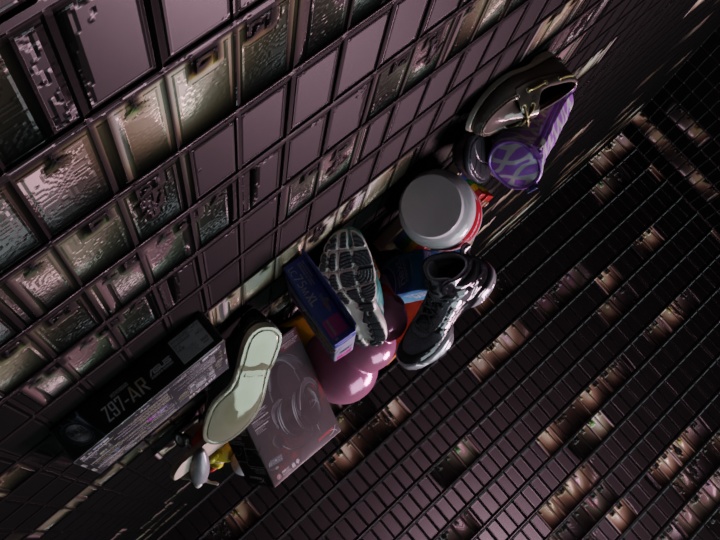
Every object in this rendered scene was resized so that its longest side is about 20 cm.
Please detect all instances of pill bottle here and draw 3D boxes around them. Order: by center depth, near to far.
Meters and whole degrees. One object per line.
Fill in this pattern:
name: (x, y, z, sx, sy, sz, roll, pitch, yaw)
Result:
pill bottle: (0.116, -0.086, 1.175, 0.112, 0.113, 0.200, -43, 171, 10)

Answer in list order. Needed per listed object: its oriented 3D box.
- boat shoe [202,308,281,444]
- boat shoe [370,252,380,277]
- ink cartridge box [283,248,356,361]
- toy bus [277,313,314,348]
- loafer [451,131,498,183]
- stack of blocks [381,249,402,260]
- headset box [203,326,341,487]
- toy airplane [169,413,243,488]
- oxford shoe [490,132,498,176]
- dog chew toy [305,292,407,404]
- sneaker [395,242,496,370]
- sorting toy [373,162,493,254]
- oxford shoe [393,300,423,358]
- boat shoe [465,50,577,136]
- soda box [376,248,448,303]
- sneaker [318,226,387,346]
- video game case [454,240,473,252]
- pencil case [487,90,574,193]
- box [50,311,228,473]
boat shoe: (-0.166, 0.138, 1.071, 0.074, 0.066, 0.201, 3, 121, -33)
boat shoe: (0.000, 0.000, 1.224, 0.072, 0.068, 0.200, -40, 171, 2)
ink cartridge box: (-0.053, 0.050, 1.056, 0.042, 0.120, 0.200, -33, 170, -11)
toy bus: (-0.089, 0.111, 1.385, 0.078, 0.065, 0.200, -47, 170, 25)
loafer: (0.159, -0.165, 1.156, 0.199, 0.062, 0.073, -21, 116, -63)
stack of blocks: (0.048, 0.039, 1.481, 0.199, 0.059, 0.115, -40, -151, -16)
headset box: (-0.135, 0.189, 1.191, 0.077, 0.202, 0.148, -8, -161, 48)
toy airplane: (-0.218, 0.276, 1.356, 0.200, 0.141, 0.199, -41, 171, -5)
oxford shoe: (0.228, -0.190, 1.341, 0.200, 0.071, 0.072, -26, 138, -78)
dog chew toy: (-0.002, 0.113, 1.249, 0.200, 0.125, 0.124, -49, 169, 25)
sneaker: (0.107, 0.047, 1.172, 0.200, 0.075, 0.114, -49, 141, -2)
sorting toy: (0.135, -0.091, 1.383, 0.199, 0.070, 0.200, -44, 172, 14)
oxford shoe: (0.087, 0.083, 1.408, 0.201, 0.071, 0.073, -58, 148, 9)
boat shoe: (0.217, -0.228, 1.078, 0.199, 0.059, 0.072, -37, 159, -34)
soda box: (0.065, 0.016, 1.314, 0.067, 0.065, 0.199, 7, 166, -33)
sneaker: (-0.007, 0.016, 1.110, 0.080, 0.076, 0.202, -81, 164, -46)
video game case: (0.164, 0.014, 1.447, 0.143, 0.018, 0.203, -2, 112, -79)
pencil case: (0.245, -0.201, 1.151, 0.085, 0.084, 0.201, -40, -165, 47)
box: (-0.242, 0.144, 0.925, 0.199, 0.044, 0.160, -40, 171, -16)
